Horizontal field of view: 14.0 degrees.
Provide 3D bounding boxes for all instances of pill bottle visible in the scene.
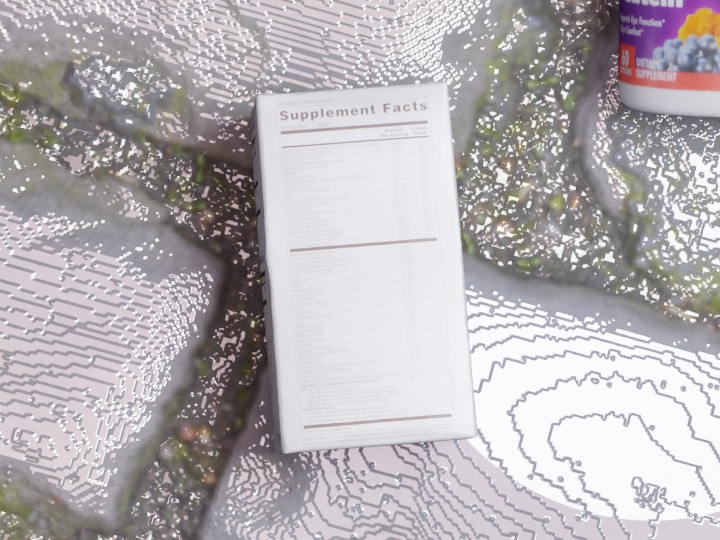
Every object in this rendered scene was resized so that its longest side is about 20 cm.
[{"bbox_3d":[0.203,-0.192,1.674,0.111,0.111,0.201,-1,100,-4],"label":"pill bottle"}]

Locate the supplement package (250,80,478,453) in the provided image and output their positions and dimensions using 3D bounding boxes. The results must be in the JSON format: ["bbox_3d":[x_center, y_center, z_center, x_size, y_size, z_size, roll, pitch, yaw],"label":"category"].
[{"bbox_3d":[0.000,0.000,1.666,0.113,0.110,0.201,-4,87,-4],"label":"supplement package"}]
